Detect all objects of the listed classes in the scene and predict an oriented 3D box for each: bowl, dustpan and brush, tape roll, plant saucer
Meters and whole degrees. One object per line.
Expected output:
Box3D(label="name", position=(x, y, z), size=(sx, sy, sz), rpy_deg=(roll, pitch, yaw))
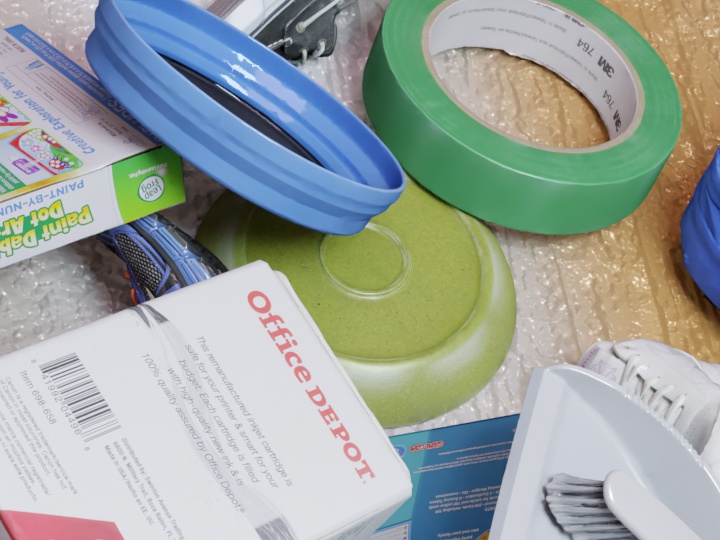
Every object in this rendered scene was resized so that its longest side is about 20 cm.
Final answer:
Box3D(label="bowl", position=(-0.067, -0.090, 1.088), size=(0.200, 0.039, 0.201), rpy_deg=(33, 15, -10))
Box3D(label="dustpan and brush", position=(0.157, 0.141, 0.925), size=(0.200, 0.057, 0.140), rpy_deg=(39, 47, -23))
Box3D(label="tape roll", position=(0.102, -0.111, 1.224), size=(0.200, 0.048, 0.201), rpy_deg=(12, 44, -12))
Box3D(label="plant saucer", position=(0.000, 0.000, 1.148), size=(0.200, 0.031, 0.200), rpy_deg=(7, 54, -10))

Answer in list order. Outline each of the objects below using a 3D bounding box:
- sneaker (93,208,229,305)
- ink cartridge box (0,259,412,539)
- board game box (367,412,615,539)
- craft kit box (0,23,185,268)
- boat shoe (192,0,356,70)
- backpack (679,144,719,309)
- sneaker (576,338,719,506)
Box3D(label="sneaker", position=(-0.096, 0.036, 1.067), size=(0.078, 0.075, 0.200), rpy_deg=(-42, 64, 1))
Box3D(label="ink cartridge box", position=(-0.097, 0.098, 0.925), size=(0.200, 0.084, 0.144), rpy_deg=(-21, 71, -37))
Box3D(label="board game box", position=(0.056, 0.168, 0.975), size=(0.151, 0.047, 0.200), rpy_deg=(-13, 45, 32))
Box3D(label="craft kit box", position=(-0.231, -0.062, 1.075), size=(0.197, 0.049, 0.200), rpy_deg=(-19, 35, -28))
Box3D(label="boat shoe", position=(-0.039, -0.164, 1.229), size=(0.200, 0.072, 0.071), rpy_deg=(-42, 108, -17))
Box3D(label="backpack", position=(0.297, -0.051, 1.177), size=(0.200, 0.168, 0.163), rpy_deg=(-32, 61, -27))
Box3D(label="sneaker", position=(0.163, 0.085, 1.052), size=(0.099, 0.075, 0.200), rpy_deg=(23, 8, -4))
